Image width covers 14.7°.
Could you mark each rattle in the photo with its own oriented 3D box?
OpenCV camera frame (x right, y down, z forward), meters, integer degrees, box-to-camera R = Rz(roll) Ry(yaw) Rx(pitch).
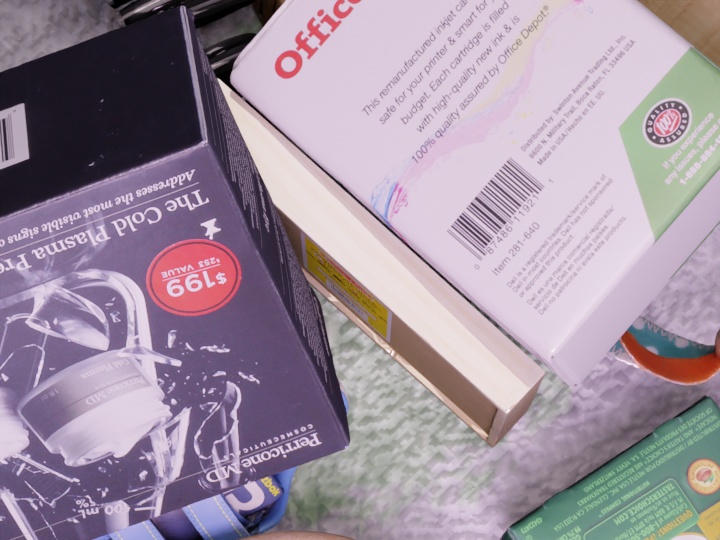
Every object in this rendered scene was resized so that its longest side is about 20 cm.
[{"bbox_3d":[0.218,0.064,1.322,0.199,0.130,0.143,-23,120,-26],"label":"rattle"}]

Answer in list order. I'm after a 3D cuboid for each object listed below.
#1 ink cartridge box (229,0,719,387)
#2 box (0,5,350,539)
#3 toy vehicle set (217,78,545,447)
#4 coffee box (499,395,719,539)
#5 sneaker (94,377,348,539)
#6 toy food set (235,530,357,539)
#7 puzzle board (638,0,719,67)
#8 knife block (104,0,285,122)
[{"bbox_3d":[0.064,-0.070,1.247,0.200,0.084,0.145,41,89,16],"label":"ink cartridge box"},{"bbox_3d":[-0.129,0.015,1.192,0.199,0.182,0.104,-20,40,6],"label":"box"},{"bbox_3d":[0.000,0.000,1.298,0.200,0.124,0.027,42,82,6],"label":"toy vehicle set"},{"bbox_3d":[0.166,0.174,1.283,0.123,0.044,0.200,-32,78,-14],"label":"coffee box"},{"bbox_3d":[-0.086,0.100,1.274,0.200,0.074,0.082,-48,45,-14],"label":"sneaker"},{"bbox_3d":[-0.034,0.217,1.252,0.199,0.049,0.199,-23,95,-13],"label":"toy food set"},{"bbox_3d":[0.114,-0.132,1.299,0.200,0.017,0.151,-46,74,3],"label":"puzzle board"},{"bbox_3d":[-0.024,-0.155,1.372,0.175,0.064,0.201,20,73,-1],"label":"knife block"}]
